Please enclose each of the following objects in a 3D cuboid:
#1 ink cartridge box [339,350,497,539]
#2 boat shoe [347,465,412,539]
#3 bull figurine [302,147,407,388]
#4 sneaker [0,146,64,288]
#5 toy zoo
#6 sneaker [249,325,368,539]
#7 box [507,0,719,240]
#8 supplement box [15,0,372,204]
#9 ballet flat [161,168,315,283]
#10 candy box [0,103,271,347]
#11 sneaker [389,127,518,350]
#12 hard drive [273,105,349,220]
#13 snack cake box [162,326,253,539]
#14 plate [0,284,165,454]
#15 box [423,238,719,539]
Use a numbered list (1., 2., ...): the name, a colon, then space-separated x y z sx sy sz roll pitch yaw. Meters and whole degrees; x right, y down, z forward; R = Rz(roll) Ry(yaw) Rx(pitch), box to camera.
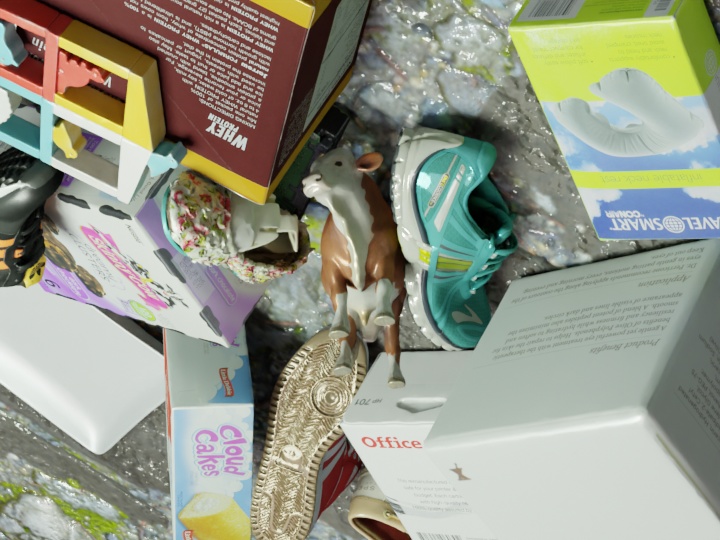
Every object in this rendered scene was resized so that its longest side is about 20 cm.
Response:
1. ink cartridge box: 0.097 0.159 1.716 0.146 0.086 0.200 -2 131 37
2. boat shoe: 0.064 0.245 1.852 0.200 0.069 0.074 42 142 -13
3. bull figurine: 0.000 0.000 1.569 0.065 0.122 0.200 -5 154 8
4. sneaker: -0.247 -0.032 1.577 0.090 0.070 0.200 51 148 -13
5. toy zoo: -0.202 -0.118 1.443 0.200 0.020 0.131 26 143 9
6. sneaker: -0.030 0.121 1.792 0.071 0.112 0.200 24 112 10
7. box: 0.184 -0.090 1.400 0.122 0.048 0.200 0 132 36
8. supplement box: -0.103 -0.186 1.423 0.197 0.133 0.200 27 143 7
9. ballet flat: -0.079 -0.034 1.527 0.064 0.076 0.200 -4 174 13
10. candy box: -0.189 -0.036 1.664 0.200 0.072 0.168 15 152 35
11. sneaker: 0.071 -0.016 1.549 0.080 0.078 0.200 3 138 16
12. hard drive: -0.116 -0.114 1.596 0.200 0.038 0.140 31 144 3
13. snack cake box: -0.124 0.132 1.800 0.067 0.115 0.200 -2 137 -5
14. plate: -0.259 0.060 1.902 0.200 0.032 0.200 39 142 -9
15. box: 0.196 0.115 1.521 0.199 0.171 0.200 -13 125 44
